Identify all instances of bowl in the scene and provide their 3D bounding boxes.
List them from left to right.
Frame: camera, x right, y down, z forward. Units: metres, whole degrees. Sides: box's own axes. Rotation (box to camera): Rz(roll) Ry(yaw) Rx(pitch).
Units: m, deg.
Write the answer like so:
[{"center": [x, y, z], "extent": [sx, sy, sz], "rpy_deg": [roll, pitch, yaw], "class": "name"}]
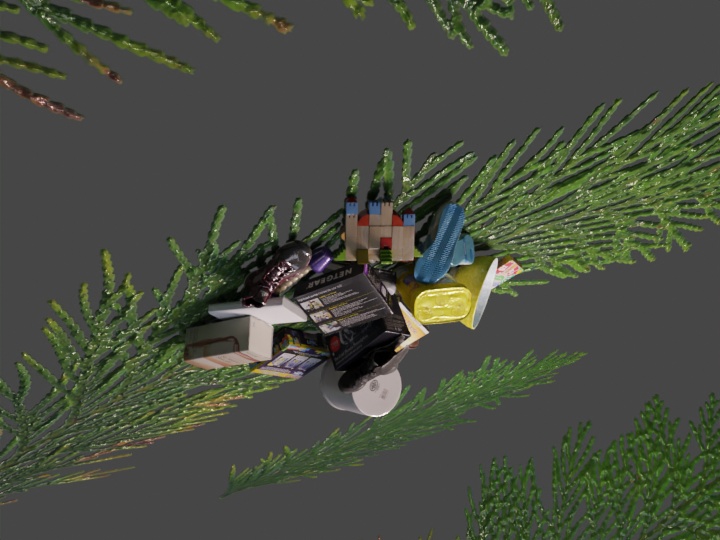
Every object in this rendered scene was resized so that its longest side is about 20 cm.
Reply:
[{"center": [0.285, 0.045, 1.865], "extent": [0.106, 0.202, 0.201], "rpy_deg": [18, 156, 17], "class": "bowl"}]

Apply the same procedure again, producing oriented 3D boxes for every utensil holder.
[{"center": [0.000, 0.314, 1.945], "extent": [0.167, 0.173, 0.199], "rpy_deg": [-4, 179, -26], "class": "utensil holder"}]

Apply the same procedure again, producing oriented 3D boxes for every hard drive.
[{"center": [-0.244, 0.101, 1.660], "extent": [0.197, 0.027, 0.132], "rpy_deg": [-7, 158, 20], "class": "hard drive"}]

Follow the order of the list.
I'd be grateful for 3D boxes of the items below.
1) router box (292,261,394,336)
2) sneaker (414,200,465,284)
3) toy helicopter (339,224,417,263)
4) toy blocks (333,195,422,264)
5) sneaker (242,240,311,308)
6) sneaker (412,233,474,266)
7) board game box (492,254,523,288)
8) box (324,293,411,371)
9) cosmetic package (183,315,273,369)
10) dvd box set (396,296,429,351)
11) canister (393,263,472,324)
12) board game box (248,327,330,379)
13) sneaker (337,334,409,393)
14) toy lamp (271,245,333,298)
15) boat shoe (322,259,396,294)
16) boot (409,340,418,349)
[{"center": [-0.039, 0.068, 1.648], "extent": [0.197, 0.052, 0.150], "rpy_deg": [-19, 128, 23], "class": "router box"}, {"center": [0.182, -0.062, 1.600], "extent": [0.075, 0.081, 0.202], "rpy_deg": [23, 104, -6], "class": "sneaker"}, {"center": [0.030, -0.062, 1.612], "extent": [0.198, 0.080, 0.132], "rpy_deg": [18, 143, -33], "class": "toy helicopter"}, {"center": [0.041, -0.095, 1.500], "extent": [0.196, 0.100, 0.139], "rpy_deg": [0, 107, -4], "class": "toy blocks"}, {"center": [-0.189, 0.024, 1.535], "extent": [0.199, 0.116, 0.076], "rpy_deg": [-37, 113, 27], "class": "sneaker"}, {"center": [0.202, -0.045, 1.737], "extent": [0.129, 0.081, 0.199], "rpy_deg": [-6, 179, 30], "class": "sneaker"}, {"center": [0.361, 0.027, 1.991], "extent": [0.198, 0.030, 0.095], "rpy_deg": [-31, 149, 22], "class": "board game box"}, {"center": [0.004, 0.133, 1.783], "extent": [0.103, 0.184, 0.200], "rpy_deg": [14, 136, -44], "class": "box"}, {"center": [-0.321, 0.179, 1.697], "extent": [0.197, 0.089, 0.103], "rpy_deg": [-13, 154, 26], "class": "cosmetic package"}, {"center": [0.076, 0.174, 1.990], "extent": [0.198, 0.030, 0.146], "rpy_deg": [-32, 121, 21], "class": "dvd box set"}, {"center": [0.168, 0.050, 1.699], "extent": [0.146, 0.200, 0.088], "rpy_deg": [-5, 110, -13], "class": "canister"}, {"center": [-0.193, 0.238, 1.965], "extent": [0.164, 0.057, 0.199], "rpy_deg": [-34, 148, 27], "class": "board game box"}, {"center": [0.029, 0.233, 1.722], "extent": [0.197, 0.061, 0.105], "rpy_deg": [-24, 152, -5], "class": "sneaker"}, {"center": [-0.144, 0.011, 1.617], "extent": [0.199, 0.059, 0.058], "rpy_deg": [-37, 147, 27], "class": "toy lamp"}, {"center": [0.000, 0.000, 1.678], "extent": [0.197, 0.067, 0.070], "rpy_deg": [17, 160, -14], "class": "boat shoe"}, {"center": [0.194, 0.146, 2.050], "extent": [0.199, 0.065, 0.186], "rpy_deg": [-34, 147, 17], "class": "boot"}]
